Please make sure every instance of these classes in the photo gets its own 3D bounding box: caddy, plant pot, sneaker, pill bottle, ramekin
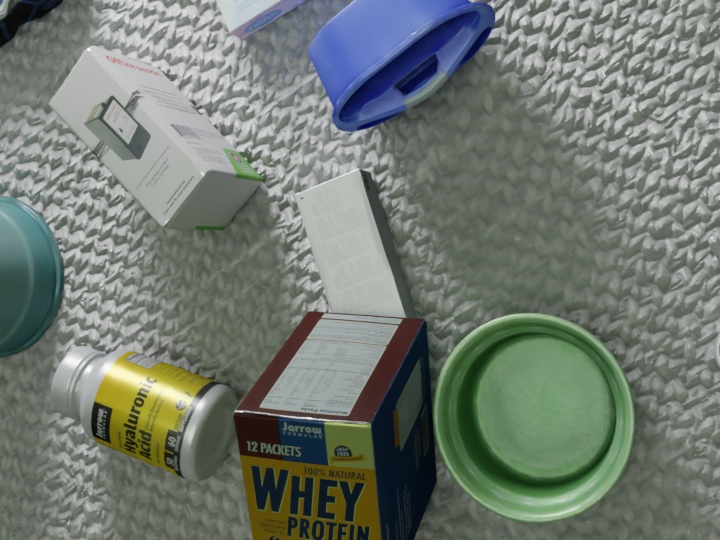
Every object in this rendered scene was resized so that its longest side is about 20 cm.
[{"bbox_3d":[0.044,-0.222,1.066,0.199,0.141,0.106,-36,77,16],"label":"caddy"},{"bbox_3d":[-0.486,0.009,1.215,0.197,0.196,0.204,0,91,17],"label":"plant pot"},{"bbox_3d":[-0.423,-0.338,1.253,0.198,0.076,0.078,-28,86,15],"label":"sneaker"},{"bbox_3d":[-0.247,0.155,1.181,0.197,0.111,0.113,17,96,18],"label":"pill bottle"},{"bbox_3d":[0.178,0.142,1.046,0.196,0.098,0.204,0,90,18],"label":"ramekin"}]

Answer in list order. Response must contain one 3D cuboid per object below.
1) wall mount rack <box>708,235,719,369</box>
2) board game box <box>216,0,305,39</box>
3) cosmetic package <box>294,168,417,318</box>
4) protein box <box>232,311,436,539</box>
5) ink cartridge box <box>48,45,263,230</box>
[{"bbox_3d":[0.420,0.026,0.977,0.198,0.074,0.176,-25,83,16],"label":"wall mount rack"},{"bbox_3d":[-0.097,-0.398,1.162,0.198,0.043,0.202,-26,82,16],"label":"board game box"},{"bbox_3d":[0.000,0.000,1.129,0.081,0.051,0.203,-18,85,15],"label":"cosmetic package"},{"bbox_3d":[-0.015,0.177,1.026,0.133,0.200,0.202,3,115,18],"label":"protein box"},{"bbox_3d":[-0.223,-0.143,1.152,0.200,0.145,0.084,46,104,13],"label":"ink cartridge box"}]
